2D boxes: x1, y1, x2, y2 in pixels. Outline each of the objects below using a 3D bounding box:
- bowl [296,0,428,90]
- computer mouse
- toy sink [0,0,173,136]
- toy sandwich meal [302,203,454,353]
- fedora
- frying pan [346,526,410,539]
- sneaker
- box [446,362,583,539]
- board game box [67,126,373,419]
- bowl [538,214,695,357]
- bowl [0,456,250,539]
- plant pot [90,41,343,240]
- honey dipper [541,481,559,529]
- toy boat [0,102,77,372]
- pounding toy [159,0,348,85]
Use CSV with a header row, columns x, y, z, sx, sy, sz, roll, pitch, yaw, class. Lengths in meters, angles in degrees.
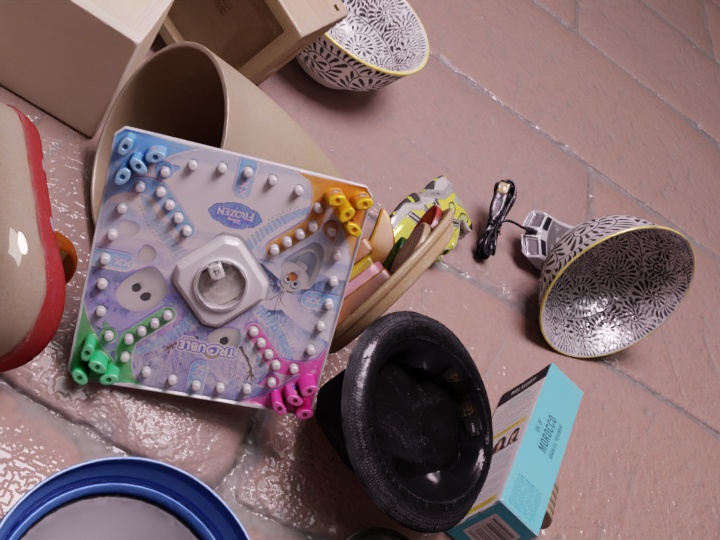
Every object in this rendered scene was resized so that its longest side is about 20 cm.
x,y,z,sx,sy,sz,roll,pitch,yaw,class
-0.022,-0.290,1.052,0.200,0.094,0.202,22,46,-25,bowl
0.231,-0.035,1.098,0.199,0.044,0.110,25,68,-29,computer mouse
-0.292,-0.245,0.777,0.199,0.130,0.112,30,43,-15,toy sink
0.000,0.000,0.782,0.070,0.205,0.205,45,41,-3,toy sandwich meal
0.029,0.133,0.745,0.200,0.091,0.202,16,68,-45,fedora
0.035,0.300,0.678,0.114,0.031,0.191,-10,68,-44,frying pan
0.070,-0.043,0.955,0.076,0.075,0.200,47,42,3,sneaker
0.155,0.183,0.834,0.049,0.082,0.200,43,41,-4,box
-0.107,0.012,0.654,0.198,0.201,0.026,12,15,-16,board game box
0.291,0.001,1.031,0.200,0.201,0.094,16,32,-29,bowl
-0.158,0.226,0.571,0.200,0.039,0.202,22,46,-24,bowl
-0.108,-0.080,0.777,0.199,0.187,0.188,18,46,-47,plant pot
0.202,0.188,0.906,0.038,0.038,0.200,40,38,-5,honey dipper
-0.267,-0.018,0.640,0.131,0.130,0.201,36,31,-58,toy boat
-0.142,-0.300,0.927,0.185,0.199,0.142,56,40,-9,pounding toy
